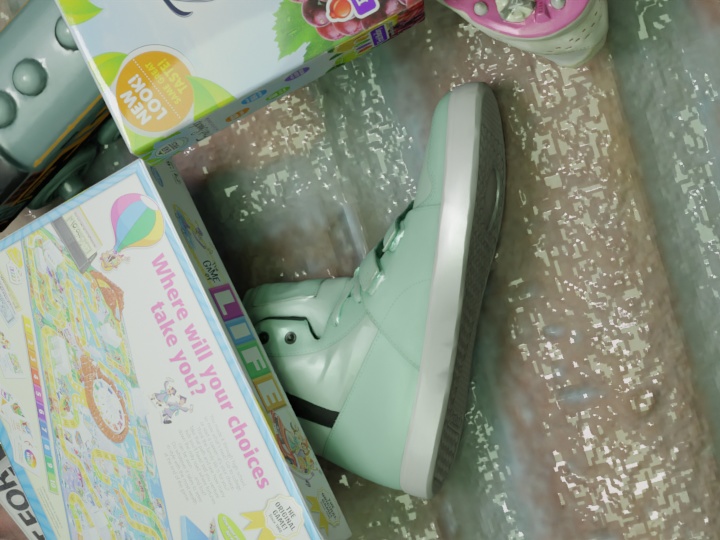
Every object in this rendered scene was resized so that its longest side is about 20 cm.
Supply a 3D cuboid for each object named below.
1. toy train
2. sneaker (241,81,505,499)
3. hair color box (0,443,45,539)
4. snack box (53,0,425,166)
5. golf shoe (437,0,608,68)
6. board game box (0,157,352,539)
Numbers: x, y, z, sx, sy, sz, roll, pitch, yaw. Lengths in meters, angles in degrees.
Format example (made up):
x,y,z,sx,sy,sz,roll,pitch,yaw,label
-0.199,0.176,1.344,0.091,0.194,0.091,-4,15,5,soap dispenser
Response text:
x,y,z,sx,sy,sz,roll,pitch,yaw,label
-0.140,-0.093,1.073,0.200,0.114,0.085,-42,89,19,toy train
0.000,0.000,1.076,0.117,0.074,0.202,14,104,15,sneaker
-0.173,0.147,1.161,0.200,0.061,0.100,-41,88,20,hair color box
-0.078,-0.168,0.972,0.141,0.053,0.201,-28,85,2,snack box
0.036,-0.156,1.034,0.075,0.091,0.200,-48,62,3,golf shoe
-0.107,0.065,1.072,0.134,0.034,0.201,-27,86,21,board game box
